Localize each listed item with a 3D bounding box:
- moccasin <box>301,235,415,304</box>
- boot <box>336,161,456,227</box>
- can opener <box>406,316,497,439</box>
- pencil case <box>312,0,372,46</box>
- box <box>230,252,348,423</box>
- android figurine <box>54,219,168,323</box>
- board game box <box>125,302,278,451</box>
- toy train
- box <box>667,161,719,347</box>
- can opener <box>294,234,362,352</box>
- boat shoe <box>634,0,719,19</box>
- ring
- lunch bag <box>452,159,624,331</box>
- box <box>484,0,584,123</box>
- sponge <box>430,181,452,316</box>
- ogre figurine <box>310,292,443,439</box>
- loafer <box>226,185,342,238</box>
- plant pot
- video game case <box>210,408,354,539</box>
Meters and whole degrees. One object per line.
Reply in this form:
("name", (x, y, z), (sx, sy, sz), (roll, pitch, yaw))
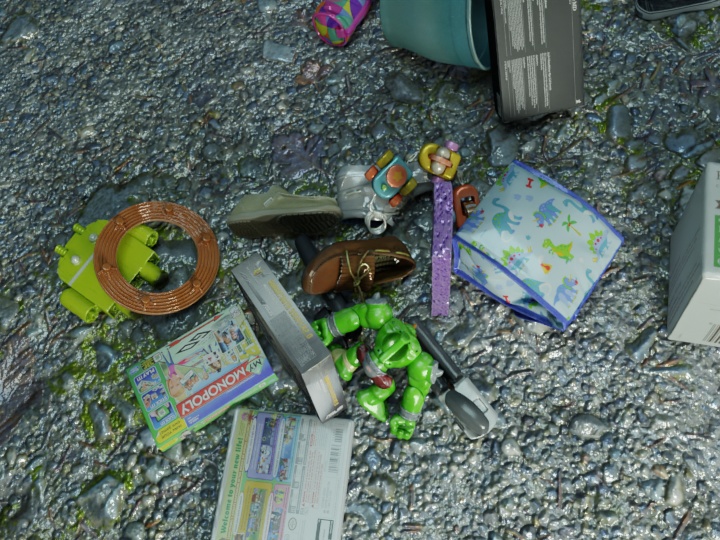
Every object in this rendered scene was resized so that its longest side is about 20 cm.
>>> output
("moccasin", (0.000, 0.001, 1.082), (0.198, 0.075, 0.078), (-7, 37, -43))
("boot", (0.057, -0.115, 1.182), (0.194, 0.074, 0.099), (-2, 77, 10))
("can opener", (0.118, 0.145, 1.041), (0.053, 0.067, 0.201), (-34, 65, -10))
("pencil case", (-0.011, -0.511, 1.365), (0.087, 0.089, 0.203), (25, 72, 18))
("box", (-0.098, 0.095, 1.033), (0.048, 0.160, 0.201), (-31, 57, -13))
("android figurine", (-0.411, -0.007, 1.204), (0.197, 0.041, 0.184), (32, 73, 18))
("board game box", (-0.238, 0.156, 1.107), (0.197, 0.029, 0.136), (-31, 64, -7))
("toy train", (0.102, -0.117, 1.124), (0.194, 0.056, 0.155), (-6, 98, -6))
("box", (0.530, -0.008, 0.983), (0.193, 0.201, 0.175), (9, 63, 13))
("can opener", (-0.053, 0.025, 1.124), (0.077, 0.064, 0.203), (-24, 64, -6))
("boat shoe", (0.575, -0.501, 1.272), (0.195, 0.091, 0.072), (-18, 63, -1))
("ring", (-0.322, -0.026, 1.176), (0.194, 0.019, 0.206), (7, 60, -12))
("lunch bag", (0.255, -0.031, 1.072), (0.198, 0.128, 0.171), (32, 72, 24))
("box", (0.278, -0.357, 1.183), (0.137, 0.205, 0.079), (-9, 28, 4))
("sponge", (0.114, -0.025, 1.049), (0.029, 0.201, 0.115), (1, 64, 6))
("ogre figurine", (0.031, 0.123, 1.019), (0.120, 0.097, 0.202), (-42, 67, 21))
("loafer", (-0.121, -0.099, 1.178), (0.194, 0.076, 0.070), (-2, 64, 16))
("plant pot", (0.138, -0.452, 1.261), (0.183, 0.201, 0.204), (10, 65, 28))
("video game case", (-0.106, 0.300, 1.024), (0.176, 0.022, 0.206), (3, 66, 9))
